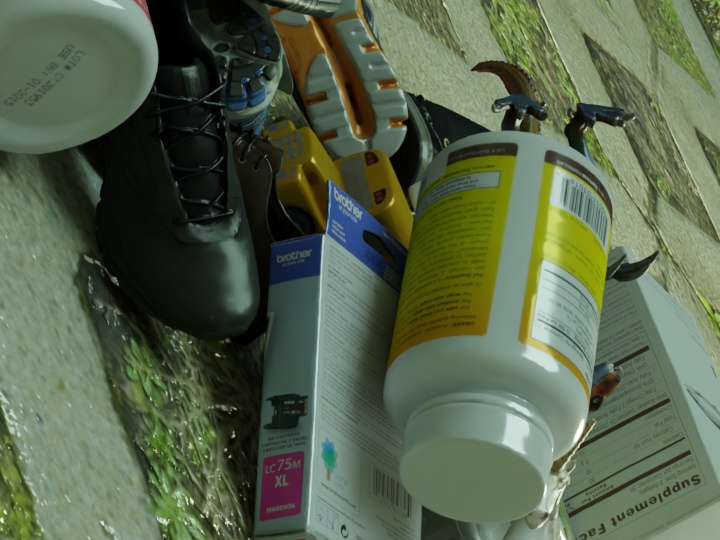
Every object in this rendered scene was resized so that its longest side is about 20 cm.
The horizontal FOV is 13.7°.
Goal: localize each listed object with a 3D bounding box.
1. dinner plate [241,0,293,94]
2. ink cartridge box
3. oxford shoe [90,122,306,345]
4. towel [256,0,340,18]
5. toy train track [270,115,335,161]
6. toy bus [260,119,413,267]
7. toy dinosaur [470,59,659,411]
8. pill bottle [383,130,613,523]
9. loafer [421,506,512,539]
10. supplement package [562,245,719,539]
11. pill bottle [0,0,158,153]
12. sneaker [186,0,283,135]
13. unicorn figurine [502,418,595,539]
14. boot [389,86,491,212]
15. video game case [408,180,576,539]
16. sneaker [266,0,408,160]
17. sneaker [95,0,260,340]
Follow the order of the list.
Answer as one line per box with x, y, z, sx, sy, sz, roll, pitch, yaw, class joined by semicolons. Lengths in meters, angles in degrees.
-0.093;-0.191;1.779;0.201;0.024;0.200;63;-4;8;dinner plate
-0.008;0.066;1.592;0.119;0.042;0.201;39;49;-51;ink cartridge box
-0.086;-0.062;1.624;0.200;0.084;0.073;53;19;-17;oxford shoe
-0.096;-0.237;1.645;0.192;0.035;0.200;8;52;-58;towel
-0.065;-0.104;1.851;0.200;0.032;0.115;55;17;-10;toy train track
0.000;0.000;1.743;0.065;0.078;0.200;-100;169;-51;toy bus
0.120;-0.012;1.818;0.200;0.105;0.182;-104;-162;-69;toy dinosaur
0.073;0.031;1.600;0.109;0.109;0.200;46;41;-37;pill bottle
0.046;0.135;1.702;0.200;0.070;0.070;65;12;-8;loafer
0.172;0.109;1.899;0.117;0.117;0.200;41;24;-51;supplement package
-0.171;-0.163;1.502;0.109;0.109;0.200;41;24;-47;pill bottle
-0.117;-0.138;1.705;0.200;0.077;0.085;52;-24;32;sneaker
0.095;0.191;1.636;0.137;0.074;0.200;-54;136;-31;unicorn figurine
0.063;-0.064;1.913;0.153;0.074;0.204;21;8;-19;boot
0.082;0.071;1.780;0.182;0.023;0.200;62;10;-56;video game case
-0.028;-0.158;1.809;0.077;0.078;0.201;-158;-126;-84;sneaker
-0.097;-0.062;1.526;0.076;0.091;0.200;-15;76;-30;sneaker
